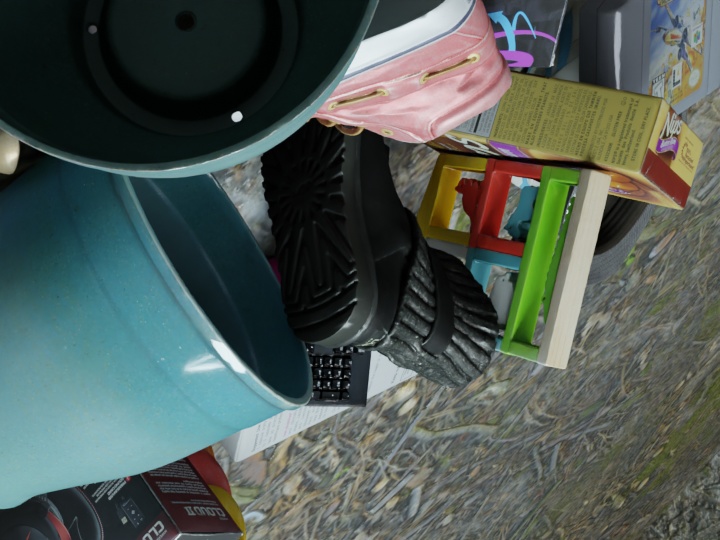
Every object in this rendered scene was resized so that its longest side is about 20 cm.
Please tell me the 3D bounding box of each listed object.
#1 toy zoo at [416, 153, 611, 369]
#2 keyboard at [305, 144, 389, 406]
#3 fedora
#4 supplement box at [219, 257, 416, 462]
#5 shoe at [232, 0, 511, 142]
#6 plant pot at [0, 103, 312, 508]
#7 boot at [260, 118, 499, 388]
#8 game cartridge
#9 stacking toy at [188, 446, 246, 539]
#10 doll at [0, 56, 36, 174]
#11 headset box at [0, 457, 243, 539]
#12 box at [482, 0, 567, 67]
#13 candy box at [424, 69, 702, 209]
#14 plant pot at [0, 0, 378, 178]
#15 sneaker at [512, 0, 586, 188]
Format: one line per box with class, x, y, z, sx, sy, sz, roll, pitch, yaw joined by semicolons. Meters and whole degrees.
toy zoo;0.088;-0.015;0.819;0.020;0.200;0.132;12;92;-33
keyboard;0.000;0.000;0.827;0.104;0.040;0.201;4;92;-37
fedora;0.212;-0.094;1.046;0.177;0.090;0.201;-13;128;-48
supplement box;-0.039;0.051;0.911;0.200;0.101;0.104;-23;146;-33
shoe;-0.018;-0.103;0.644;0.199;0.072;0.091;-17;141;19
plant pot;-0.159;0.034;0.654;0.188;0.200;0.200;-30;153;8
boot;0.015;-0.032;0.761;0.079;0.212;0.158;-18;157;38
game cartridge;0.238;-0.185;0.908;0.200;0.041;0.134;-32;132;-40
stacking toy;-0.134;0.191;0.851;0.146;0.200;0.147;-18;120;-34
doll;-0.253;-0.075;0.516;0.199;0.049;0.137;-9;147;-37
headset box;-0.187;0.172;0.779;0.149;0.200;0.075;-50;151;10
box;0.022;-0.178;0.638;0.199;0.036;0.143;2;141;-4
candy box;0.130;-0.100;0.819;0.117;0.199;0.057;18;90;-58
plant pot;-0.088;-0.132;0.530;0.200;0.200;0.134;-41;176;-4
sneaker;0.182;-0.154;0.936;0.076;0.081;0.200;4;121;-53
